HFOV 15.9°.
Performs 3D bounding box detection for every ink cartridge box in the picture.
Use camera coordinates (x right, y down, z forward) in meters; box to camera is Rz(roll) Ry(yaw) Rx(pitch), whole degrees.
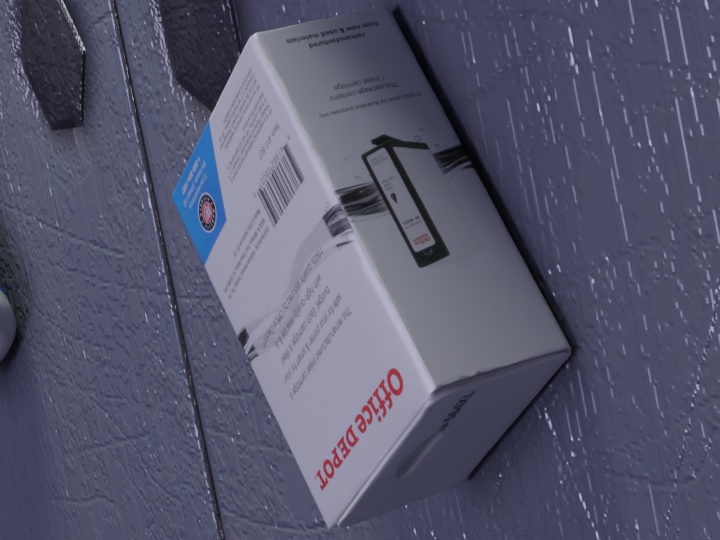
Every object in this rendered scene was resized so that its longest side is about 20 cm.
[{"bbox_3d":[0.000,0.000,1.238,0.201,0.084,0.146,63,148,20],"label":"ink cartridge box"}]

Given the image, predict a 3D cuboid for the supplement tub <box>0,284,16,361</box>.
[{"bbox_3d":[-0.328,-0.015,1.753,0.201,0.131,0.132,62,148,24],"label":"supplement tub"}]
